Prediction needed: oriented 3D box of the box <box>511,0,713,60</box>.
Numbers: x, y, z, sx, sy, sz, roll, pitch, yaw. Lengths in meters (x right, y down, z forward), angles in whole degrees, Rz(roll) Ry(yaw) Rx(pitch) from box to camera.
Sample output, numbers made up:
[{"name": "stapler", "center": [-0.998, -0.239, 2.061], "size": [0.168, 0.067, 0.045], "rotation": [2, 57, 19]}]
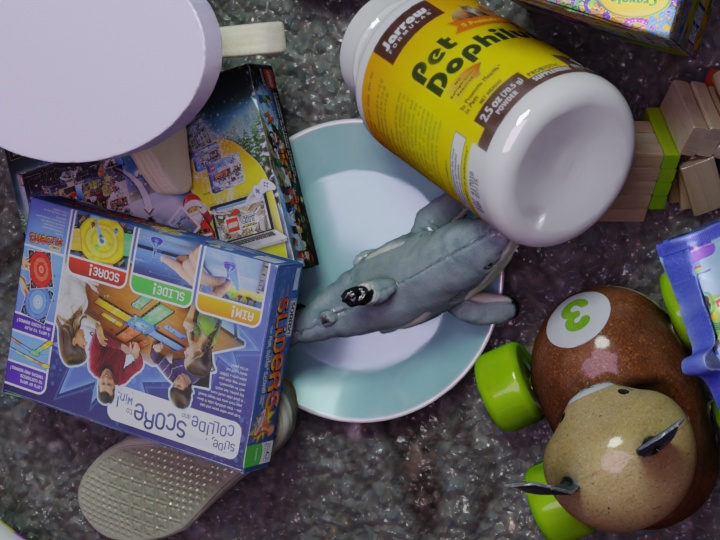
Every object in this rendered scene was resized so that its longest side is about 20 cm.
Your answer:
[{"name": "box", "center": [0.166, -0.238, 1.130], "size": [0.121, 0.200, 0.194], "rotation": [18, 96, 12]}]

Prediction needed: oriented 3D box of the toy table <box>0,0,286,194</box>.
[{"name": "toy table", "center": [-0.149, -0.134, 1.190], "size": [0.198, 0.117, 0.186], "rotation": [11, 103, 27]}]

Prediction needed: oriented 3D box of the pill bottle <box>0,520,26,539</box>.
[{"name": "pill bottle", "center": [-0.327, 0.180, 1.325], "size": [0.199, 0.104, 0.105], "rotation": [36, 101, 10]}]

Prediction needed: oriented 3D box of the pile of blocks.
[{"name": "pile of blocks", "center": [0.223, -0.091, 1.206], "size": [0.198, 0.082, 0.062], "rotation": [-18, 46, 5]}]

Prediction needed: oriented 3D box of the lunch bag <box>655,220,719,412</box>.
[{"name": "lunch bag", "center": [0.267, 0.030, 1.117], "size": [0.094, 0.199, 0.152], "rotation": [-23, 86, 56]}]

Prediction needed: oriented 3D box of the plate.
[{"name": "plate", "center": [0.000, 0.000, 1.275], "size": [0.198, 0.026, 0.202], "rotation": [1, 94, 15]}]

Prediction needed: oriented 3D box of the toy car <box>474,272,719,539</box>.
[{"name": "toy car", "center": [0.150, 0.093, 1.147], "size": [0.163, 0.200, 0.159], "rotation": [-25, 87, 18]}]

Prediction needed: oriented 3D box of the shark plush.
[{"name": "shark plush", "center": [0.009, 0.004, 1.217], "size": [0.198, 0.083, 0.092], "rotation": [-11, 91, 14]}]

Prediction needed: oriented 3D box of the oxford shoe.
[{"name": "oxford shoe", "center": [-0.113, 0.125, 1.294], "size": [0.199, 0.058, 0.075], "rotation": [-34, 94, 30]}]

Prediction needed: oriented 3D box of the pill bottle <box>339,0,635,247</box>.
[{"name": "pill bottle", "center": [0.070, -0.102, 1.172], "size": [0.200, 0.109, 0.110], "rotation": [40, 104, 47]}]

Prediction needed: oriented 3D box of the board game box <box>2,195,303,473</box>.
[{"name": "board game box", "center": [-0.138, 0.038, 1.238], "size": [0.198, 0.034, 0.137], "rotation": [16, 101, 28]}]

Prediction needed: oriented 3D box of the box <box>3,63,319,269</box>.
[{"name": "box", "center": [-0.136, -0.045, 1.281], "size": [0.198, 0.038, 0.138], "rotation": [-14, 87, 24]}]
